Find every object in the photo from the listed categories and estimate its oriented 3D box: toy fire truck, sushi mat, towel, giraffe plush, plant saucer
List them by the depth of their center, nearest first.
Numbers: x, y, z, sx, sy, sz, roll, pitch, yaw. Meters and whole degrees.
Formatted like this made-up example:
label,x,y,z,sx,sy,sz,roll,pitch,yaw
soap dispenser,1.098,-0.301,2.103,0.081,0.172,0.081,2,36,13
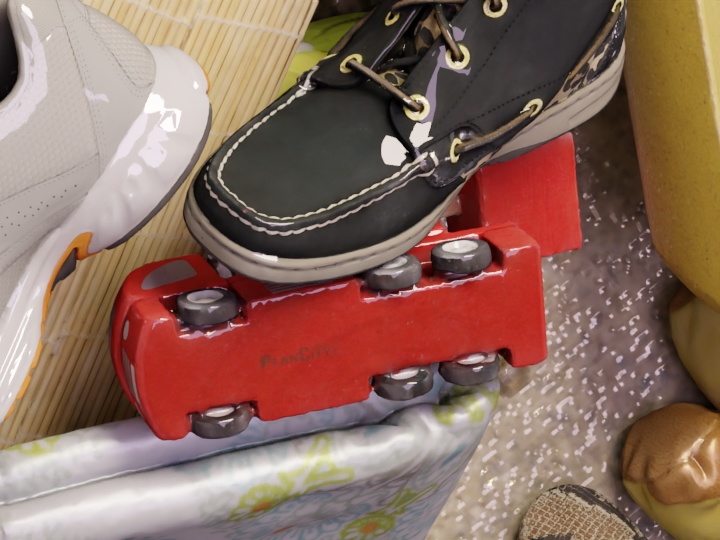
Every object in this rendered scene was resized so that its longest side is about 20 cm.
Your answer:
label,x,y,z,sx,sy,sz,roll,pitch,yaw
sushi mat,-0.092,-0.018,0.957,0.096,0.012,0.200,14,107,-38
toy fire truck,0.000,0.000,0.972,0.200,0.141,0.049,-11,110,-15
towel,-0.059,0.098,0.998,0.200,0.171,0.048,-12,68,-19
plant saucer,0.149,-0.093,1.071,0.200,0.048,0.200,-29,112,-60
giraffe plush,0.213,0.097,1.101,0.172,0.162,0.200,0,96,-21

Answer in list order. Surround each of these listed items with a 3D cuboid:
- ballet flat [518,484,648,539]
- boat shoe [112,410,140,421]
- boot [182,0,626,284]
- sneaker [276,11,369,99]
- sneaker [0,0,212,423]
label,x,y,z,sx,sy,sz,roll,pitch,yaw
ballet flat,0.121,0.186,1.124,0.068,0.075,0.200,-19,103,-17
boat shoe,-0.057,0.047,1.045,0.201,0.072,0.066,-3,106,-14
boot,0.029,-0.093,0.894,0.204,0.073,0.154,-31,151,-38
sneaker,-0.051,-0.037,1.030,0.200,0.076,0.105,-10,101,-20
sneaker,-0.141,-0.008,0.886,0.092,0.076,0.200,35,90,-32
